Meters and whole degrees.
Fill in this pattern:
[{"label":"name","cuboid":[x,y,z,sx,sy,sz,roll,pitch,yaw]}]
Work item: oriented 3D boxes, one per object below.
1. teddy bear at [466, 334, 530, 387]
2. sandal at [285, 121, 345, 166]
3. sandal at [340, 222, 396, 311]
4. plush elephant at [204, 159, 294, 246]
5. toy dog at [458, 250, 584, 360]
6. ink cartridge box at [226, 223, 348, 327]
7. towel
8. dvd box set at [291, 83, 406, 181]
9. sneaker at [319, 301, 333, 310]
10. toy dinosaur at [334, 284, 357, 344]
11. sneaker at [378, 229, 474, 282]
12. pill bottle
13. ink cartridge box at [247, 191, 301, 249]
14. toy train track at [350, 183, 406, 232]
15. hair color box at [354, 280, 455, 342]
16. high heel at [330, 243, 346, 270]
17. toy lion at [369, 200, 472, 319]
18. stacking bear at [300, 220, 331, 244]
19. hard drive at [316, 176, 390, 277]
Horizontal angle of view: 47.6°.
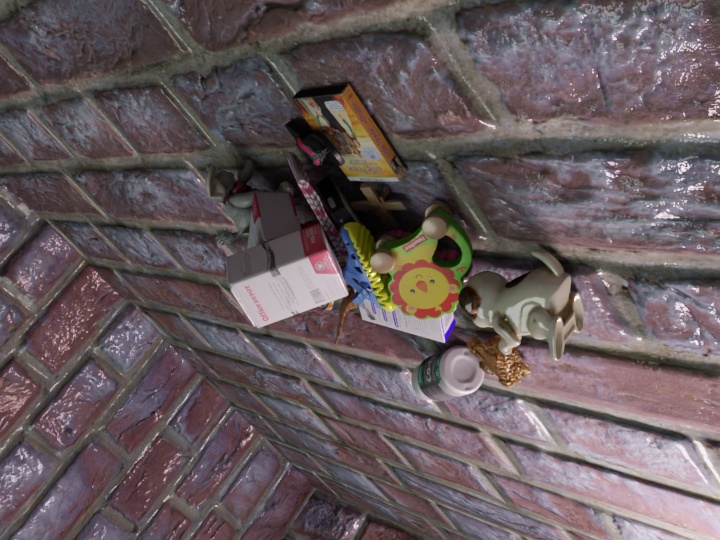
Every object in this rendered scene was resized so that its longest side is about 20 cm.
[{"label":"teddy bear","cuboid":[0.303,0.190,1.775,0.145,0.067,0.200,29,163,40]},{"label":"sandal","cuboid":[-0.091,-0.224,1.498,0.200,0.045,0.075,33,163,53]},{"label":"sandal","cuboid":[0.000,0.000,1.567,0.087,0.080,0.201,-10,117,25]},{"label":"plush elephant","cuboid":[-0.257,-0.165,1.770,0.155,0.199,0.165,59,174,8]},{"label":"toy dog","cuboid":[0.272,0.060,1.456,0.199,0.140,0.195,5,127,35]},{"label":"ink cartridge box","cuboid":[-0.142,0.013,1.583,0.146,0.199,0.085,67,-176,-47]},{"label":"towel","cuboid":[-0.081,-0.131,1.605,0.201,0.030,0.147,60,-179,-33]},{"label":"dvd box set","cuboid":[-0.021,-0.240,1.455,0.146,0.029,0.200,10,145,49]},{"label":"sneaker","cuboid":[-0.104,0.039,1.731,0.077,0.079,0.200,15,170,-20]},{"label":"toy dinosaur","cuboid":[-0.022,0.059,1.724,0.060,0.200,0.106,-34,94,33]},{"label":"sneaker","cuboid":[0.126,-0.015,1.607,0.199,0.079,0.095,22,169,11]},{"label":"pill bottle","cuboid":[0.201,0.250,1.940,0.113,0.113,0.200,39,155,-5]},{"label":"ink cartridge box","cuboid":[-0.180,-0.041,1.687,0.201,0.085,0.148,103,157,-44]},{"label":"toy train track","cuboid":[0.056,-0.110,1.591,0.114,0.033,0.200,2,147,33]},{"label":"hair color box","cuboid":[0.091,0.069,1.682,0.199,0.065,0.110,13,139,27]},{"label":"high heel","cuboid":[-0.063,-0.010,1.790,0.142,0.072,0.200,-14,156,11]},{"label":"toy lion","cuboid":[0.127,-0.003,1.519,0.200,0.069,0.192,-34,110,28]},{"label":"stacking bear","cuboid":[-0.099,-0.037,1.843,0.121,0.114,0.200,28,150,19]},{"label":"hard drive","cuboid":[-0.012,-0.082,1.642,0.200,0.038,0.140,56,-176,-35]}]
